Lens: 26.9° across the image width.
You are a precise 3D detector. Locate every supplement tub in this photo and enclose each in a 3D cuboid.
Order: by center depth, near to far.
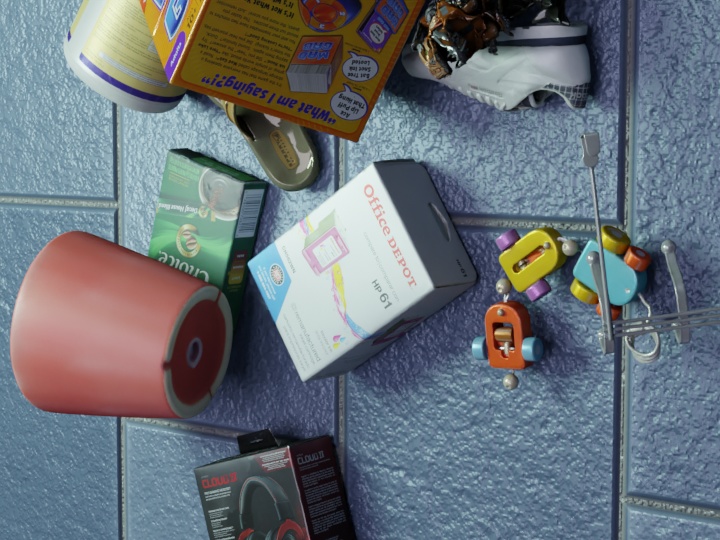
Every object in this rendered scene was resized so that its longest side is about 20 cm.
[{"bbox_3d":[-0.217,-0.287,1.618,0.145,0.145,0.201,46,119,24],"label":"supplement tub"}]

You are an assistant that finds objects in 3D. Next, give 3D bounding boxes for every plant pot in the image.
[{"bbox_3d":[-0.245,0.070,1.601,0.176,0.200,0.203,11,101,23],"label":"plant pot"}]

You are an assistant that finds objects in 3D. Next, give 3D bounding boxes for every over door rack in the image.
[{"bbox_3d":[0.266,-0.036,1.279,0.146,0.067,0.202,-8,110,1],"label":"over door rack"}]

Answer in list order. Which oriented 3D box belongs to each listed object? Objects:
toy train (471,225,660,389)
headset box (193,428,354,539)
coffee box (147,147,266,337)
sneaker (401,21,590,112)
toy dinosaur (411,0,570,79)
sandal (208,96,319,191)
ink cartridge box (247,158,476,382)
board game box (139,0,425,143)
[{"bbox_3d":[0.194,0.030,1.401,0.199,0.055,0.152,-5,97,37],"label":"toy train"},{"bbox_3d":[-0.089,0.271,1.618,0.148,0.075,0.202,-16,85,37],"label":"headset box"},{"bbox_3d":[-0.179,-0.021,1.677,0.122,0.044,0.202,25,109,32],"label":"coffee box"},{"bbox_3d":[0.124,-0.188,1.421,0.199,0.076,0.081,3,105,38],"label":"sneaker"},{"bbox_3d":[0.106,-0.256,1.359,0.135,0.102,0.202,-18,57,34],"label":"toy dinosaur"},{"bbox_3d":[-0.111,-0.170,1.567,0.080,0.054,0.201,-32,95,12],"label":"sandal"},{"bbox_3d":[0.000,0.000,1.520,0.199,0.084,0.146,-36,73,32],"label":"ink cartridge box"},{"bbox_3d":[-0.072,-0.277,1.432,0.201,0.198,0.200,-63,29,23],"label":"board game box"}]
